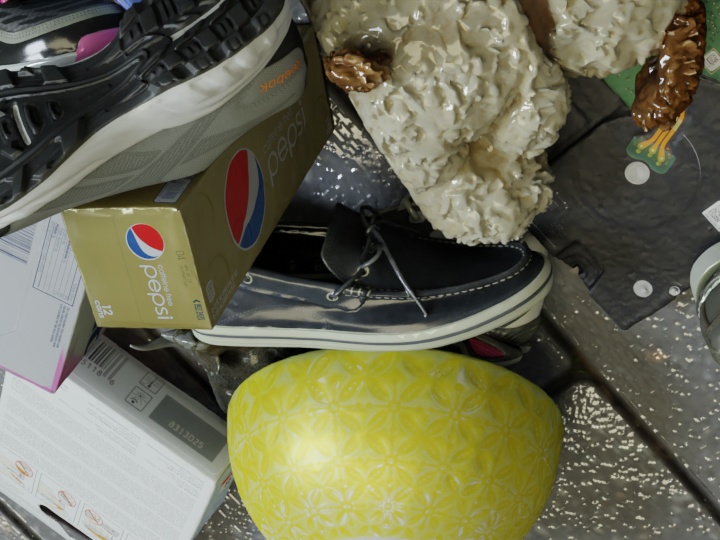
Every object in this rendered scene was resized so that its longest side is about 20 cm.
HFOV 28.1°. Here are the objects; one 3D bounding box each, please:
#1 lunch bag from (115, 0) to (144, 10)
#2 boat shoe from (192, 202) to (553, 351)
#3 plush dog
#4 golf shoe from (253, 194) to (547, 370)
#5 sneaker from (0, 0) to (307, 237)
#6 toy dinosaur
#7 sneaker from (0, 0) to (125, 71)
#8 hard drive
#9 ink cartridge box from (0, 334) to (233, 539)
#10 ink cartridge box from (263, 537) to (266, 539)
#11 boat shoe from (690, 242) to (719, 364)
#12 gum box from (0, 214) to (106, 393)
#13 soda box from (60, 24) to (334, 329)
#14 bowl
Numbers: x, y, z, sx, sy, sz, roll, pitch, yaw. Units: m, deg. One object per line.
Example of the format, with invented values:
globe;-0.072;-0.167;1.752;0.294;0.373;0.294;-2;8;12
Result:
lunch bag;-0.113;-0.218;0.667;0.082;0.161;0.201;-27;103;8
boat shoe;0.000;0.000;0.748;0.198;0.075;0.063;-1;117;12
plush dog;0.068;-0.127;0.666;0.171;0.160;0.201;-28;87;8
golf shoe;0.010;-0.009;0.821;0.198;0.077;0.089;17;106;4
sneaker;-0.110;-0.057;0.629;0.199;0.074;0.079;-26;147;4
toy dinosaur;-0.058;0.061;0.883;0.101;0.077;0.200;12;154;16
sneaker;-0.176;-0.142;0.708;0.199;0.073;0.088;25;124;51
hard drive;0.167;-0.074;0.737;0.140;0.038;0.200;45;124;-9
ink cartridge box;-0.170;0.129;0.975;0.162;0.050;0.200;34;143;5
ink cartridge box;-0.033;0.246;0.896;0.066;0.200;0.117;-14;114;27
boat shoe;0.269;0.013;0.717;0.200;0.061;0.072;-7;133;10
gum box;-0.157;-0.045;0.822;0.066;0.114;0.201;26;125;3
soda box;-0.075;-0.054;0.735;0.063;0.200;0.068;0;123;19
bowl;0.017;0.135;0.818;0.198;0.108;0.201;3;149;2
